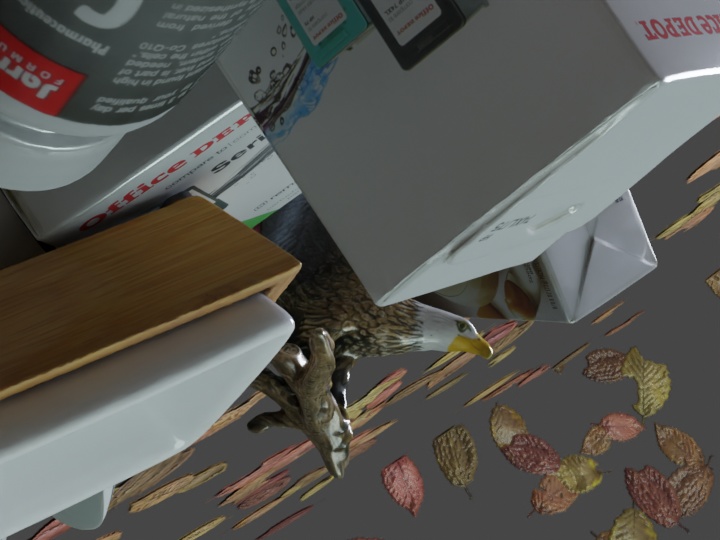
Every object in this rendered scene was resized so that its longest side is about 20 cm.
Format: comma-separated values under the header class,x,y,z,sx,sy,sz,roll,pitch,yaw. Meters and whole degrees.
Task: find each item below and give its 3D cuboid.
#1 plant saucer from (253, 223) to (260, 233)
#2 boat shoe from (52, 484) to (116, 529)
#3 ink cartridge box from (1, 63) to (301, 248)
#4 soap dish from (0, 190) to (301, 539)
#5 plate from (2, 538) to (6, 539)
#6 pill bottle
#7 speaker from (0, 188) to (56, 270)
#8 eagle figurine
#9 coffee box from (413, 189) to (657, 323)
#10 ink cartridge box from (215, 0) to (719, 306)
class,x,y,z,sx,sy,sz,roll,pitch,yaw
plant saucer,-0.135,0.009,1.270,0.200,0.051,0.201,-21,176,-2
boat shoe,-0.193,0.115,1.662,0.200,0.071,0.064,117,-2,-55
ink cartridge box,-0.082,-0.072,1.053,0.146,0.084,0.200,-35,169,6
soap dish,-0.139,0.051,0.997,0.200,0.081,0.157,-23,165,-34
plate,-0.261,0.137,1.224,0.199,0.032,0.200,-17,-156,10
pill bottle,-0.083,-0.116,0.765,0.114,0.114,0.200,-24,165,-43
speaker,-0.235,0.018,1.019,0.200,0.081,0.081,-33,170,-1
eagle figurine,0.007,0.004,1.203,0.152,0.151,0.200,-27,-147,49
coffee box,0.070,-0.036,1.382,0.080,0.115,0.200,-32,-163,-29
ink cartridge box,0.035,-0.114,0.896,0.146,0.200,0.147,-39,169,27
